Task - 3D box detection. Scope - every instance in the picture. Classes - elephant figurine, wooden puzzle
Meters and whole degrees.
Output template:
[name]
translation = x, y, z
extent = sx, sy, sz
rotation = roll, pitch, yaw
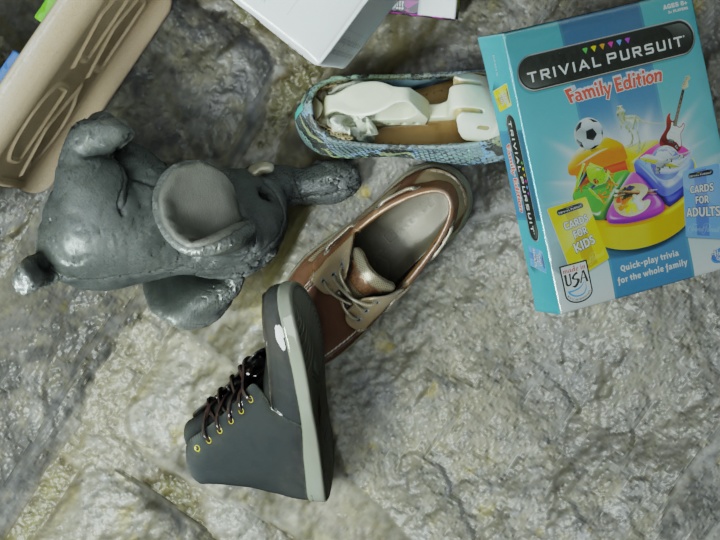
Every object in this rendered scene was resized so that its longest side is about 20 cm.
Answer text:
[elephant figurine]
translation = -0.118, -0.032, 1.407
extent = 0.199, 0.142, 0.156
rotation = 18, 93, 5
[wooden puzzle]
translation = -0.208, -0.143, 1.360
extent = 0.046, 0.200, 0.185
rotation = 34, 90, 4

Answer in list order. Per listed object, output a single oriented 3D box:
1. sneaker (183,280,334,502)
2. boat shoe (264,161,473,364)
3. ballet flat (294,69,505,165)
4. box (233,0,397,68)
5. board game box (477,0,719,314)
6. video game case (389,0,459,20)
[sneaker]
translation = -0.080, 0.093, 1.423
extent = 0.106, 0.075, 0.200
rotation = 0, 129, 7
[boat shoe]
translation = 0.000, 0.000, 1.438
extent = 0.076, 0.072, 0.200
rotation = 40, 101, -2
[ballet flat]
translation = 0.051, -0.113, 1.419
extent = 0.199, 0.074, 0.074
rotation = -5, 97, 3
[box]
translation = -0.010, -0.249, 1.304
extent = 0.131, 0.199, 0.200
rotation = 37, 96, 0
[board game box]
translation = 0.179, -0.084, 1.403
extent = 0.151, 0.047, 0.201
rotation = -15, 98, -18
[video game case]
translation = -0.018, -0.280, 1.421
extent = 0.199, 0.036, 0.182
rotation = 7, 97, 3
